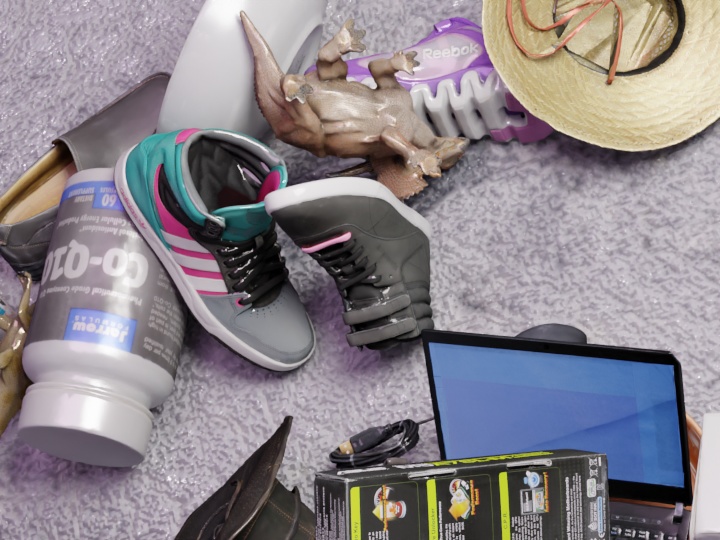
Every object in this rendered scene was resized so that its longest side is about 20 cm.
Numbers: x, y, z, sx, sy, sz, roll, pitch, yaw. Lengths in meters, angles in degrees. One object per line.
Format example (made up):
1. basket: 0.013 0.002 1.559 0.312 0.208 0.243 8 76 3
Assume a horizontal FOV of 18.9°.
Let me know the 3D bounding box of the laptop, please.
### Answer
1. laptop: 0.114 0.155 1.380 0.177 0.103 0.201 5 68 25

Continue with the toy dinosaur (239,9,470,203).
1. toy dinosaur: -0.013 -0.104 1.530 0.200 0.136 0.086 24 66 -10

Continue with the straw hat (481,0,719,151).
1. straw hat: 0.181 -0.182 1.550 0.200 0.085 0.202 0 93 -4

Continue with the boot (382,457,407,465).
1. boot: 0.010 0.242 1.380 0.069 0.174 0.200 3 55 -26

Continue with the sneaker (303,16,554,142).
1. sneaker: 0.054 -0.145 1.602 0.199 0.081 0.089 0 61 16

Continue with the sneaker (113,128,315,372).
1. sneaker: -0.080 -0.023 1.524 0.200 0.121 0.084 51 57 -7

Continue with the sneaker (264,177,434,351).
1. sneaker: 0.000 0.000 1.488 0.071 0.200 0.099 -14 72 24

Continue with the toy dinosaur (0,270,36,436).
1. toy dinosaur: -0.265 0.075 1.612 0.058 0.101 0.200 9 70 43

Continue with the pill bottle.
1. pill bottle: -0.184 0.036 1.587 0.113 0.114 0.201 1 67 22

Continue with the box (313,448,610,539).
1. box: 0.065 0.214 1.301 0.047 0.193 0.201 1 94 61

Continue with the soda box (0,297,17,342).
1. soda box: -0.352 -0.004 1.699 0.064 0.068 0.200 -47 57 -4

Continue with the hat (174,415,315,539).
1. hat: -0.076 0.199 1.471 0.081 0.201 0.201 34 80 -8

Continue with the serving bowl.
1. serving bowl: -0.075 -0.160 1.601 0.066 0.200 0.200 27 77 6

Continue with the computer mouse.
1. computer mouse: 0.064 0.085 1.493 0.200 0.034 0.059 -27 18 7

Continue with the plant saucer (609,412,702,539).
1. plant saucer: 0.150 0.170 1.437 0.200 0.032 0.201 -9 63 18

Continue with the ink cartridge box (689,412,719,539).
1. ink cartridge box: 0.314 0.148 1.313 0.199 0.145 0.084 -1 65 21

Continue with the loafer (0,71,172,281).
1. loafer: -0.210 -0.081 1.676 0.073 0.072 0.200 37 83 32
